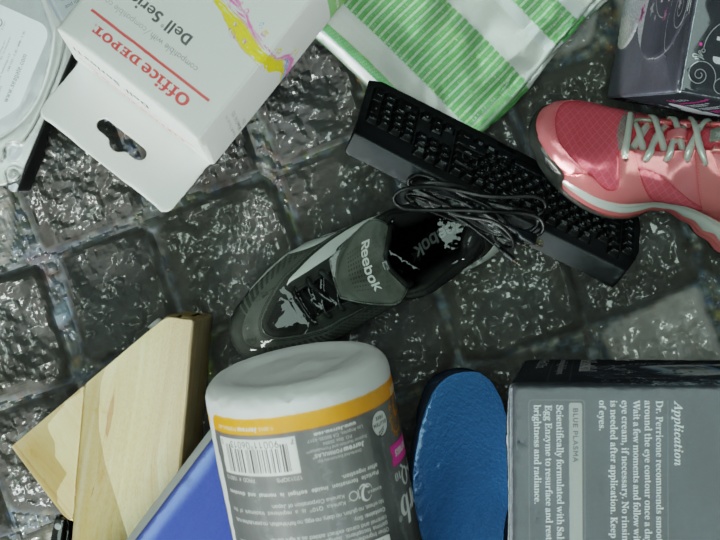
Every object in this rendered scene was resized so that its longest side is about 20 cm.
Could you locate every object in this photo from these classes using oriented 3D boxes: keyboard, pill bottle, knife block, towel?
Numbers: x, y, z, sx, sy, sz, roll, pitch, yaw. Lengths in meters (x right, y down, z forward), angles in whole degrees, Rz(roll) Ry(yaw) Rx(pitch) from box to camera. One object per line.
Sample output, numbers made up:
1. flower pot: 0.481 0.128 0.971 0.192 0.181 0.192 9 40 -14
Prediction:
1. keyboard: 0.090 -0.056 1.253 0.199 0.104 0.040 25 131 -8
2. pill bottle: -0.023 0.153 1.237 0.115 0.116 0.202 -9 102 7
3. knife block: -0.134 0.149 1.327 0.200 0.064 0.176 -40 88 7
4. towel: 0.075 -0.187 1.292 0.152 0.023 0.200 41 96 -9

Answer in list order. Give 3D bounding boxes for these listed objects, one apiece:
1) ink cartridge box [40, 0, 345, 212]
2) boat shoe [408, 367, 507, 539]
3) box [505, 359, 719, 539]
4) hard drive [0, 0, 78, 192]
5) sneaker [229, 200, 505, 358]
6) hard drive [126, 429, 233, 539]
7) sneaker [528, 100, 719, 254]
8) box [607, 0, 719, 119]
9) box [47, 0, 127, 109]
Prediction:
1. ink cartridge box: -0.102 -0.150 1.241 0.117 0.067 0.200 37 83 9
2. boat shoe: 0.054 0.160 1.296 0.083 0.069 0.202 1 97 -14
3. box: 0.190 0.116 1.219 0.198 0.197 0.119 0 91 7
4. hard drive: -0.287 -0.154 1.346 0.199 0.038 0.141 25 95 6
5. sneaker: 0.000 0.000 1.290 0.199 0.090 0.067 -26 88 7
6. hard drive: -0.079 0.185 1.297 0.132 0.025 0.200 40 84 -20
7. sneaker: 0.203 -0.071 1.246 0.199 0.087 0.074 19 53 -9
8. box: 0.226 -0.157 1.192 0.114 0.200 0.133 10 94 -6
9. box: -0.142 -0.225 1.305 0.155 0.041 0.201 -29 90 -8
